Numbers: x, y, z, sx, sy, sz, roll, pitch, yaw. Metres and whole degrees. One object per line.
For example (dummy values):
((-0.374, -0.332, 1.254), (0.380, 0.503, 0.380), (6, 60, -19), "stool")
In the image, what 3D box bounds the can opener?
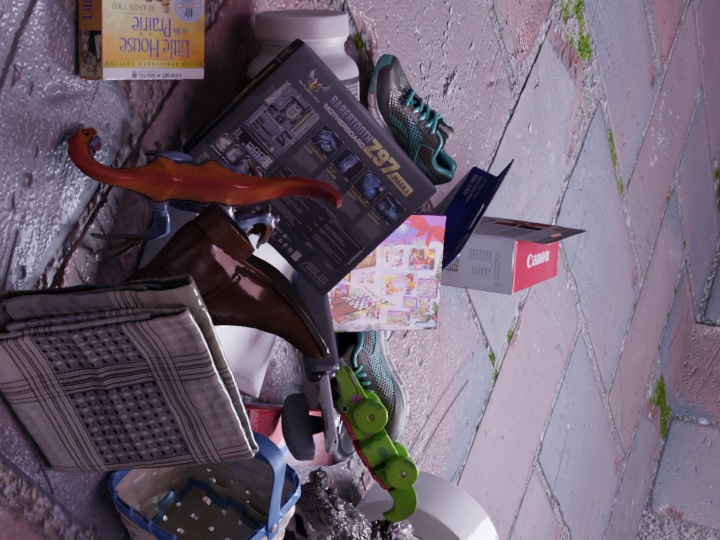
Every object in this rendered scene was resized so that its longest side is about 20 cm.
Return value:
((-0.058, 0.098, 1.188), (0.053, 0.067, 0.200), (118, -36, -67), "can opener")

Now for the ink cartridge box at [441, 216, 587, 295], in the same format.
((0.222, -0.022, 1.674), (0.200, 0.175, 0.084), (-15, 111, -60), "ink cartridge box")

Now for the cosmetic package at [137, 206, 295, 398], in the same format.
((-0.146, 0.029, 1.124), (0.200, 0.052, 0.151), (40, 60, -58), "cosmetic package")

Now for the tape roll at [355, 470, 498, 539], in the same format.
((0.079, 0.364, 1.487), (0.071, 0.202, 0.203), (-45, 135, -50), "tape roll")

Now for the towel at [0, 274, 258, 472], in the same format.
((-0.196, 0.091, 0.906), (0.035, 0.192, 0.200), (-78, 158, -50), "towel")

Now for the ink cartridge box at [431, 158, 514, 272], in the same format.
((0.102, -0.044, 1.463), (0.196, 0.043, 0.200), (-57, -177, -39), "ink cartridge box")

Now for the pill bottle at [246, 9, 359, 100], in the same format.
((-0.058, -0.163, 1.164), (0.116, 0.116, 0.200), (-28, 122, -57), "pill bottle")

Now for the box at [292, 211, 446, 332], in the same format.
((0.000, 0.000, 1.295), (0.200, 0.039, 0.137), (0, 99, -27), "box")

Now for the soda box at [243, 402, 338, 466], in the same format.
((-0.101, 0.177, 1.229), (0.200, 0.070, 0.063), (18, 79, -63), "soda box")

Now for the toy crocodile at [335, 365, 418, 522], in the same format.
((0.015, 0.200, 1.321), (0.200, 0.062, 0.068), (63, -4, -13), "toy crocodile")

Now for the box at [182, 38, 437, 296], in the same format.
((-0.048, -0.098, 1.098), (0.158, 0.051, 0.200), (-43, 110, 4), "box")

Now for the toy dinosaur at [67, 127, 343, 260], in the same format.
((-0.151, -0.087, 0.973), (0.181, 0.200, 0.105), (19, 56, -50), "toy dinosaur")

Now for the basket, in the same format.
((-0.147, 0.193, 1.046), (0.139, 0.176, 0.200), (-44, 151, -37), "basket")

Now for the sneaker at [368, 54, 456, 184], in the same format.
((0.070, -0.184, 1.411), (0.200, 0.091, 0.078), (70, 31, -42), "sneaker")

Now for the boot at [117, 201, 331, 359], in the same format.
((-0.149, 0.064, 0.978), (0.200, 0.064, 0.186), (-39, 113, 2), "boot")

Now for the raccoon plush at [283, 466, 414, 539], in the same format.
((-0.012, 0.280, 1.330), (0.200, 0.097, 0.134), (-14, 143, -38), "raccoon plush")

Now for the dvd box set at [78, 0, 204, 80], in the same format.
((-0.187, -0.266, 0.984), (0.146, 0.029, 0.200), (-16, 111, -60), "dvd box set")

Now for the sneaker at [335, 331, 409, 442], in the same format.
((-0.002, 0.118, 1.375), (0.091, 0.078, 0.200), (-2, 77, -55), "sneaker")

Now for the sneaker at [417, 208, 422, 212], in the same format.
((0.042, -0.070, 1.411), (0.200, 0.090, 0.067), (35, 68, -60), "sneaker")

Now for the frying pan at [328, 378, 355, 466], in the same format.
((-0.018, 0.157, 1.432), (0.115, 0.031, 0.190), (-18, 116, -62), "frying pan")
